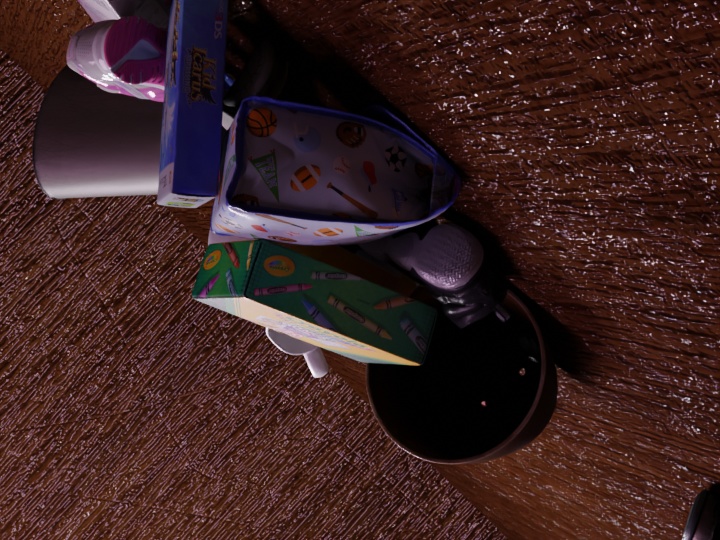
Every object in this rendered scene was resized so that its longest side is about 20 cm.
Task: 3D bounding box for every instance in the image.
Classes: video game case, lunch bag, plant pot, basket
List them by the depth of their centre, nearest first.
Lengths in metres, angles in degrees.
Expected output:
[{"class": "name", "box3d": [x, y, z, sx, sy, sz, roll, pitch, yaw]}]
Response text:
[{"class": "lunch bag", "box3d": [-0.022, -0.082, 1.425, 0.199, 0.124, 0.170, 10, 174, -8]}, {"class": "video game case", "box3d": [-0.157, -0.163, 1.491, 0.045, 0.201, 0.181, 3, 178, -12]}, {"class": "plant pot", "box3d": [0.128, 0.119, 1.658, 0.187, 0.187, 0.200, 39, -177, 26]}, {"class": "basket", "box3d": [-0.236, -0.153, 1.791, 0.199, 0.181, 0.136, 7, 147, 25]}]

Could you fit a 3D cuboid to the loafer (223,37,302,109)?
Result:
[{"class": "loafer", "box3d": [-0.083, -0.170, 1.521, 0.070, 0.075, 0.200, 33, -177, -7]}]

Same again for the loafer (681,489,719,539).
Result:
[{"class": "loafer", "box3d": [0.367, 0.270, 1.651, 0.063, 0.072, 0.200, 20, 172, 16]}]

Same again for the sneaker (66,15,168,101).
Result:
[{"class": "sneaker", "box3d": [-0.218, -0.213, 1.621, 0.088, 0.082, 0.200, 9, 176, 31]}]

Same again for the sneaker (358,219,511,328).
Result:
[{"class": "sneaker", "box3d": [0.070, -0.007, 1.556, 0.114, 0.075, 0.200, 49, 172, -36]}]

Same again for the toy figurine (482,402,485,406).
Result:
[{"class": "toy figurine", "box3d": [0.131, 0.147, 1.972, 0.184, 0.150, 0.200, 35, -165, -8]}]

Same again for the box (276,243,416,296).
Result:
[{"class": "box", "box3d": [-0.041, -0.044, 1.604, 0.200, 0.042, 0.119, 26, -155, -18]}]

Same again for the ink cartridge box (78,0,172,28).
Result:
[{"class": "ink cartridge box", "box3d": [-0.243, -0.284, 1.685, 0.116, 0.068, 0.200, 37, 168, 38]}]

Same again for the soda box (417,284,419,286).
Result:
[{"class": "soda box", "box3d": [0.000, 0.000, 1.727, 0.199, 0.064, 0.068, 17, 167, 11]}]

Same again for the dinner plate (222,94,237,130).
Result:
[{"class": "dinner plate", "box3d": [-0.079, -0.126, 1.636, 0.200, 0.024, 0.200, 30, -173, -4]}]

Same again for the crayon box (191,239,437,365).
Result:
[{"class": "crayon box", "box3d": [-0.043, 0.031, 1.516, 0.200, 0.058, 0.119, 22, 168, -27]}]

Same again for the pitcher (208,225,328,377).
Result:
[{"class": "pitcher", "box3d": [-0.097, 0.019, 1.882, 0.200, 0.121, 0.172, 57, 168, 41]}]

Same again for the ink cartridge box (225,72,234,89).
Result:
[{"class": "ink cartridge box", "box3d": [-0.171, -0.199, 1.880, 0.099, 0.039, 0.200, 46, 171, -12]}]
